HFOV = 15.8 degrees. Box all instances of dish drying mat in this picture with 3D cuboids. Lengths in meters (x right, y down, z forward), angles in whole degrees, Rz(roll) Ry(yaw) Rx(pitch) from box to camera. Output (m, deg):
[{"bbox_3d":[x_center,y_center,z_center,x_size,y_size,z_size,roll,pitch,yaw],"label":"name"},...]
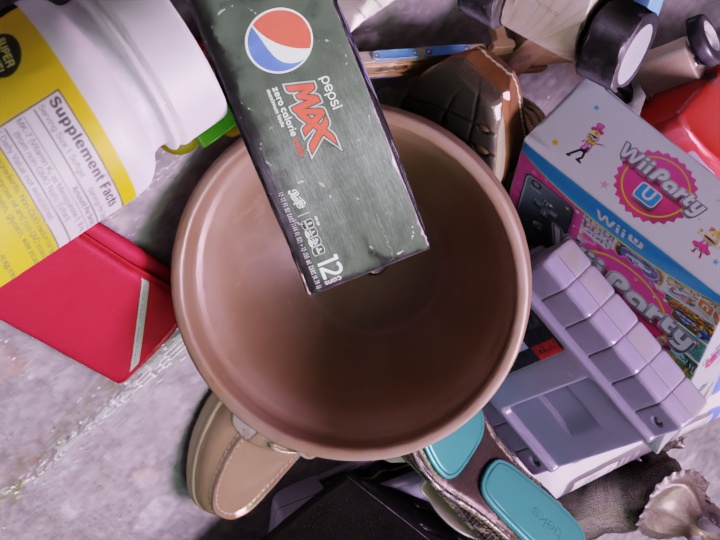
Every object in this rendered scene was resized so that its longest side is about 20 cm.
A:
[{"bbox_3d":[-0.166,0.004,1.422,0.077,0.018,0.200,-44,144,8],"label":"dish drying mat"}]

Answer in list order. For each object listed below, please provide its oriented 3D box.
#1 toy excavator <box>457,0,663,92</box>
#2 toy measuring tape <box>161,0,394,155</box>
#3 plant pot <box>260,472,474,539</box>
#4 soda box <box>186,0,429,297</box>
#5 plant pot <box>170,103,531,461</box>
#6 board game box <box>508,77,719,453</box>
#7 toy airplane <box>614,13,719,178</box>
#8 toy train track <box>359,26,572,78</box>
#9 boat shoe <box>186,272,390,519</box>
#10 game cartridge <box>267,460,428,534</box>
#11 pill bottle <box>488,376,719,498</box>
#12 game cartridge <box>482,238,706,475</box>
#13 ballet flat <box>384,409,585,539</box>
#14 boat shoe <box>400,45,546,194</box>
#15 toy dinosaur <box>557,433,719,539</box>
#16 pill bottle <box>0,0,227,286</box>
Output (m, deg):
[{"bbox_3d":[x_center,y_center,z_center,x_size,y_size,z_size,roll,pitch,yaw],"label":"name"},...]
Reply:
[{"bbox_3d":[0.155,-0.218,1.389,0.200,0.100,0.195,-38,151,-52],"label":"toy excavator"},{"bbox_3d":[-0.025,-0.126,1.360,0.200,0.074,0.074,-36,144,5],"label":"toy measuring tape"},{"bbox_3d":[0.021,0.246,1.658,0.199,0.200,0.178,26,97,-51],"label":"plant pot"},{"bbox_3d":[-0.032,-0.093,1.296,0.071,0.063,0.200,-22,116,0],"label":"soda box"},{"bbox_3d":[0.000,0.000,1.465,0.201,0.201,0.093,-51,180,15],"label":"plant pot"},{"bbox_3d":[0.151,0.000,1.486,0.064,0.148,0.200,-44,164,-25],"label":"board game box"},{"bbox_3d":[0.226,-0.073,1.551,0.199,0.141,0.200,-18,173,-19],"label":"toy airplane"},{"bbox_3d":[0.051,-0.130,1.458,0.200,0.033,0.115,-7,163,-28],"label":"toy train track"},{"bbox_3d":[-0.041,0.082,1.575,0.072,0.065,0.200,6,124,-45],"label":"boat shoe"},{"bbox_3d":[0.022,0.173,1.755,0.200,0.040,0.133,-18,135,-27],"label":"game cartridge"},{"bbox_3d":[0.135,0.082,1.692,0.200,0.114,0.114,-24,141,-21],"label":"pill bottle"},{"bbox_3d":[0.109,0.054,1.523,0.038,0.130,0.200,-47,-173,-23],"label":"game cartridge"},{"bbox_3d":[0.058,0.120,1.582,0.200,0.075,0.068,51,51,-20],"label":"ballet flat"},{"bbox_3d":[0.071,-0.073,1.501,0.074,0.076,0.200,-40,162,-19],"label":"boat shoe"},{"bbox_3d":[0.168,0.151,1.730,0.102,0.200,0.077,-20,104,-58],"label":"toy dinosaur"},{"bbox_3d":[-0.172,-0.062,1.266,0.200,0.114,0.114,-34,144,-9],"label":"pill bottle"}]
